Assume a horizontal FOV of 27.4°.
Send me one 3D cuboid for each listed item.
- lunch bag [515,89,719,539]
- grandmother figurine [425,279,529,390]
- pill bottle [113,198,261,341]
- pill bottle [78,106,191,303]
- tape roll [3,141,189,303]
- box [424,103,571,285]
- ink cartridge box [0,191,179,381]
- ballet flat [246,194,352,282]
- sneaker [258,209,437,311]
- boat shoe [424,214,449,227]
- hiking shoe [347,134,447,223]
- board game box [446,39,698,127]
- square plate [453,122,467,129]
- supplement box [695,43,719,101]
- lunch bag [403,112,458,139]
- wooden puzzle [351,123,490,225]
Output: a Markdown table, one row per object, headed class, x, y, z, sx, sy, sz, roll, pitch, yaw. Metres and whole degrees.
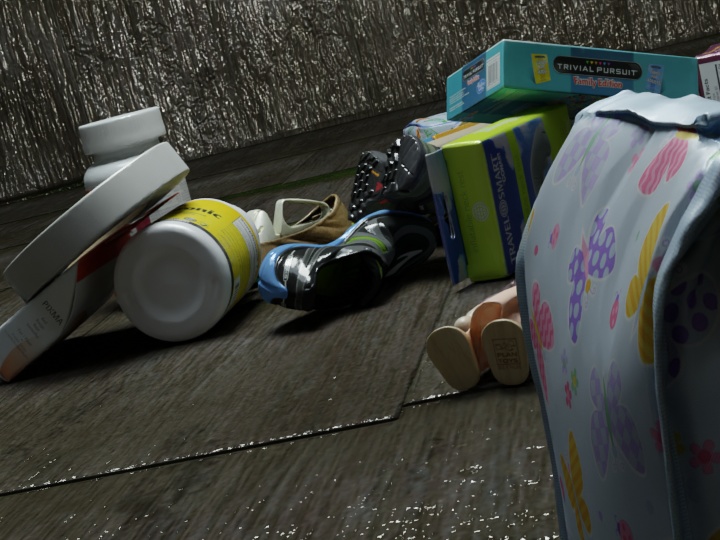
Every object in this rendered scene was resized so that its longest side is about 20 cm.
| class | x | y | z | sx | sy | sz | roll | pitch | yaw |
| --- | --- | --- | --- | --- | --- | --- | --- | --- | --- |
| lunch bag | 0.127 | 0.041 | 0.487 | 0.126 | 0.202 | 0.170 | -15 | 9 | -6 |
| grandmother figurine | 0.123 | 0.022 | 1.020 | 0.120 | 0.061 | 0.200 | 1 | 18 | 26 |
| pill bottle | -0.157 | -0.008 | 1.423 | 0.110 | 0.112 | 0.200 | -12 | 9 | 11 |
| pill bottle | -0.239 | -0.070 | 1.615 | 0.109 | 0.202 | 0.110 | -14 | 10 | 2 |
| tape roll | -0.249 | -0.045 | 1.395 | 0.202 | 0.037 | 0.203 | -39 | 4 | 3 |
| box | 0.136 | -0.071 | 1.321 | 0.047 | 0.123 | 0.200 | -6 | 13 | 35 |
| ink cartridge box | -0.254 | 0.013 | 1.414 | 0.199 | 0.050 | 0.162 | -36 | 5 | 14 |
| ballet flat | -0.086 | -0.038 | 1.597 | 0.199 | 0.073 | 0.068 | -22 | 14 | -38 |
| sneaker | 0.000 | 0.000 | 1.329 | 0.199 | 0.071 | 0.082 | -19 | 34 | -42 |
| boat shoe | 0.121 | -0.076 | 1.541 | 0.199 | 0.065 | 0.072 | -35 | 9 | -11 |
| hiking shoe | 0.053 | -0.074 | 1.419 | 0.100 | 0.076 | 0.200 | 15 | -8 | -16 |
| board game box | 0.201 | -0.174 | 1.426 | 0.198 | 0.047 | 0.151 | 2 | -6 | -17 |
| square plate | 0.135 | -0.138 | 1.730 | 0.200 | 0.029 | 0.198 | -47 | -15 | 34 |
| supplement box | 0.502 | -0.226 | 1.718 | 0.198 | 0.104 | 0.131 | -9 | 11 | 25 |
| lunch bag | 0.150 | -0.196 | 2.142 | 0.159 | 0.076 | 0.200 | -13 | 9 | -7 |
| wooden puzzle | 0.070 | -0.099 | 1.587 | 0.184 | 0.037 | 0.200 | -23 | -18 | -43 |
